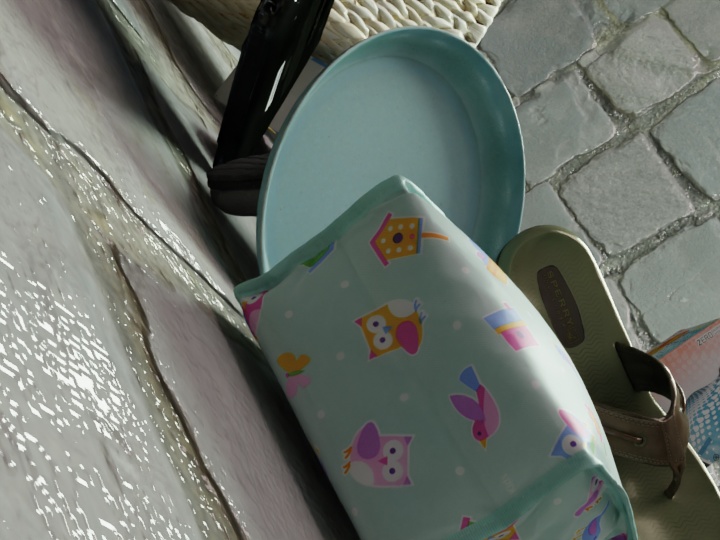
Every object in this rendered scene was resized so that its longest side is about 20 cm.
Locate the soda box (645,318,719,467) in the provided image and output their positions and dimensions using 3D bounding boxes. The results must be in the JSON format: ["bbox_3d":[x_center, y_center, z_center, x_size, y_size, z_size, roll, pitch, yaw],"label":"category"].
[{"bbox_3d":[0.138,0.109,0.794,0.068,0.200,0.064,57,-11,2],"label":"soda box"}]

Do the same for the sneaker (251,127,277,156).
[{"bbox_3d":[-0.019,-0.059,0.949,0.200,0.090,0.070,50,9,-52],"label":"sneaker"}]

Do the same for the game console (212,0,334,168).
[{"bbox_3d":[-0.069,-0.180,0.783,0.116,0.176,0.200,29,-23,-1],"label":"game console"}]

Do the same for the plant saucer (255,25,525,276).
[{"bbox_3d":[0.016,-0.034,0.757,0.027,0.200,0.200,17,-26,44],"label":"plant saucer"}]

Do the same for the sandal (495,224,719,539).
[{"bbox_3d":[0.132,0.068,0.730,0.201,0.080,0.057,62,-23,2],"label":"sandal"}]

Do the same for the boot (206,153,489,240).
[{"bbox_3d":[0.000,0.000,0.810,0.070,0.200,0.132,19,-74,56],"label":"boot"}]

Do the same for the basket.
[{"bbox_3d":[-0.015,-0.233,1.072,0.200,0.161,0.198,33,-11,-31],"label":"basket"}]

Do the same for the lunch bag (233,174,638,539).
[{"bbox_3d":[0.049,0.075,0.653,0.170,0.122,0.200,59,8,28],"label":"lunch bag"}]

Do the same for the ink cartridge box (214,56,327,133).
[{"bbox_3d":[-0.016,-0.093,1.085,0.116,0.068,0.200,33,-6,29],"label":"ink cartridge box"}]
